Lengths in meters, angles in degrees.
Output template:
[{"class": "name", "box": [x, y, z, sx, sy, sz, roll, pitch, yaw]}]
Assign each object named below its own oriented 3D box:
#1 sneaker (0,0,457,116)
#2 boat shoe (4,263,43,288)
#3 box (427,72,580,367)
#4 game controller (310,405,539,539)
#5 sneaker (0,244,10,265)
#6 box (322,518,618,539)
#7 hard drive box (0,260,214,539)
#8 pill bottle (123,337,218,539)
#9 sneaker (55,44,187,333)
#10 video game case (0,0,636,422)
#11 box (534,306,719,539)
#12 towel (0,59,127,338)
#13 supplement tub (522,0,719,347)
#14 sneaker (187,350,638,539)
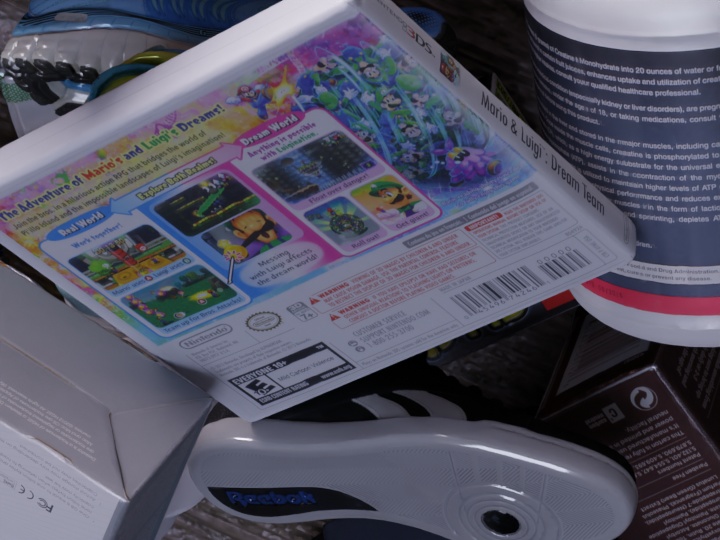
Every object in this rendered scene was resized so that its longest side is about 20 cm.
[{"class": "sneaker", "box": [-0.055, -0.112, 1.208, 0.199, 0.090, 0.078, 6, 160, 16]}, {"class": "boat shoe", "box": [-0.225, -0.010, 1.261, 0.200, 0.075, 0.062, 22, 129, 14]}, {"class": "box", "box": [0.000, 0.000, 1.279, 0.200, 0.035, 0.110, -24, 118, 21]}, {"class": "game controller", "box": [0.056, 0.137, 1.369, 0.200, 0.042, 0.104, -34, 107, 33]}, {"class": "sneaker", "box": [-0.256, -0.031, 1.352, 0.200, 0.075, 0.079, 31, 140, 3]}, {"class": "box", "box": [0.087, 0.215, 1.265, 0.117, 0.197, 0.200, -21, 144, 21]}, {"class": "hard drive box", "box": [-0.169, 0.098, 1.202, 0.156, 0.077, 0.200, 32, 132, 7]}, {"class": "pill bottle", "box": [-0.147, 0.091, 1.322, 0.111, 0.111, 0.200, 48, 147, -15]}, {"class": "sneaker", "box": [-0.090, -0.038, 1.185, 0.200, 0.080, 0.130, -21, 146, 40]}, {"class": "video game case", "box": [-0.025, -0.022, 1.097, 0.200, 0.024, 0.182, -24, 135, 31]}, {"class": "box", "box": [0.169, 0.101, 1.274, 0.075, 0.100, 0.200, -29, 108, 31]}, {"class": "towel", "box": [-0.080, -0.015, 1.321, 0.149, 0.031, 0.200, -1, 122, 19]}, {"class": "supplement tub", "box": [0.139, -0.084, 1.136, 0.140, 0.140, 0.201, 1, 123, 18]}, {"class": "sneaker", "box": [0.032, 0.054, 1.217, 0.199, 0.112, 0.073, 4, 137, 22]}]
